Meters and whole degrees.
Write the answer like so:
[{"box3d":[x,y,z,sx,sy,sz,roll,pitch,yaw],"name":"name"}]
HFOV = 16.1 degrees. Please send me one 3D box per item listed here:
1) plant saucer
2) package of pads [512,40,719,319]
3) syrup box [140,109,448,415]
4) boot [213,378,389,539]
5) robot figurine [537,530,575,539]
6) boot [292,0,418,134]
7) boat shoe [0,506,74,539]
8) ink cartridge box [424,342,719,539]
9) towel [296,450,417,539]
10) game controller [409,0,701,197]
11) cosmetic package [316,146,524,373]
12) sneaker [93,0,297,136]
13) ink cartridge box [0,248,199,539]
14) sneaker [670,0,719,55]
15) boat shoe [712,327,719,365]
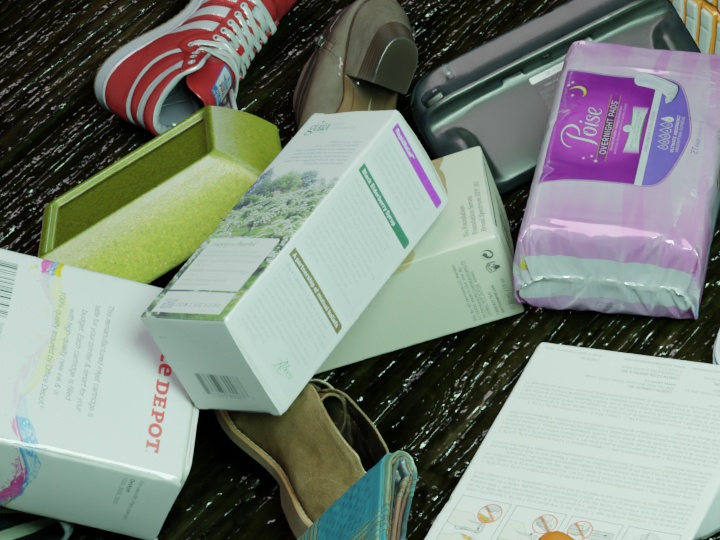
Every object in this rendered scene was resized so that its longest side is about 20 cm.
[{"box3d":[-0.149,-0.044,1.753,0.200,0.048,0.200,-32,17,5],"name":"plant saucer"},{"box3d":[0.173,-0.058,1.640,0.120,0.076,0.200,7,46,11],"name":"package of pads"},{"box3d":[-0.037,-0.008,1.571,0.079,0.082,0.200,1,42,44],"name":"syrup box"},{"box3d":[-0.033,0.090,1.564,0.073,0.076,0.200,1,31,-31],"name":"boot"},{"box3d":[0.084,0.224,1.325,0.116,0.144,0.200,-20,31,-35],"name":"robot figurine"},{"box3d":[-0.020,-0.104,1.812,0.200,0.070,0.146,-59,19,0],"name":"boot"},{"box3d":[-0.273,0.166,1.619,0.200,0.073,0.062,-14,37,2],"name":"boat shoe"},{"box3d":[0.137,0.133,1.470,0.161,0.050,0.200,7,50,33],"name":"ink cartridge box"},{"box3d":[-0.035,0.202,1.402,0.200,0.022,0.147,-47,23,36],"name":"towel"},{"box3d":[0.137,-0.127,1.761,0.200,0.042,0.104,-27,80,-4],"name":"game controller"},{"box3d":[0.000,0.000,1.676,0.200,0.071,0.105,-18,38,7],"name":"cosmetic package"},{"box3d":[-0.100,-0.171,1.937,0.200,0.071,0.112,-40,36,-9],"name":"sneaker"},{"box3d":[-0.203,0.072,1.589,0.200,0.085,0.145,14,51,-9],"name":"ink cartridge box"},{"box3d":[0.243,-0.206,1.802,0.077,0.078,0.200,-18,40,-28],"name":"sneaker"},{"box3d":[0.266,-0.007,1.551,0.073,0.065,0.200,6,46,33],"name":"boat shoe"}]
